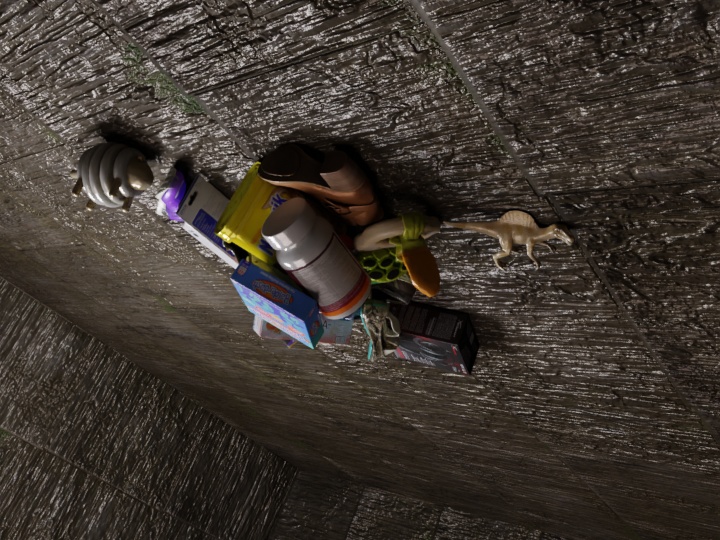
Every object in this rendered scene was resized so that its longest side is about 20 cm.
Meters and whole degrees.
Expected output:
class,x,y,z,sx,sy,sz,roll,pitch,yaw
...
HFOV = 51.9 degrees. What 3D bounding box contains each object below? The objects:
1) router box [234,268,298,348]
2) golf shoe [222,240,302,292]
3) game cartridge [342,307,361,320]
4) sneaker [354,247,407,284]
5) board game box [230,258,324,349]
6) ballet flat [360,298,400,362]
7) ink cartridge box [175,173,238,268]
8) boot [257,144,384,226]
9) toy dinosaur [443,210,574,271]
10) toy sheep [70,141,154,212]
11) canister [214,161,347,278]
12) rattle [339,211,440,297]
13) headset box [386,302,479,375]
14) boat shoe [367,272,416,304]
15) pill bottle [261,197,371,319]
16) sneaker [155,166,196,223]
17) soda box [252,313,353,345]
class,x,y,z,sx,sy,sz,roll,pitch,yaw
router box,-0.201,0.061,1.625,0.158,0.052,0.200,49,-176,-26
golf shoe,-0.184,0.001,1.387,0.200,0.097,0.078,48,123,1
game cartridge,-0.037,0.070,1.537,0.128,0.039,0.199,18,-171,26
sneaker,0.000,0.000,1.388,0.197,0.075,0.084,-18,-178,6
board game box,-0.143,0.064,1.321,0.151,0.045,0.200,29,164,11
ballet flat,0.045,0.129,1.503,0.074,0.069,0.201,3,143,9
ink cartridge box,-0.284,-0.093,1.487,0.039,0.100,0.200,-1,144,46
boot,-0.063,-0.138,1.241,0.197,0.078,0.155,0,151,30
toy dinosaur,0.234,-0.055,1.156,0.197,0.059,0.102,6,136,19
toy sheep,-0.493,-0.186,1.454,0.197,0.140,0.138,6,151,17
canister,-0.139,-0.077,1.328,0.199,0.150,0.086,33,178,-23
rattle,0.049,-0.016,1.254,0.198,0.130,0.145,-19,94,38
headset box,0.142,0.140,1.586,0.197,0.078,0.149,11,152,25
boat shoe,0.031,0.037,1.493,0.073,0.066,0.198,39,153,-32
pill bottle,-0.074,-0.020,1.252,0.109,0.110,0.201,-2,136,45
sneaker,-0.356,-0.143,1.498,0.099,0.070,0.200,27,164,-9
soda box,-0.116,0.106,1.520,0.197,0.065,0.068,8,-172,-24
